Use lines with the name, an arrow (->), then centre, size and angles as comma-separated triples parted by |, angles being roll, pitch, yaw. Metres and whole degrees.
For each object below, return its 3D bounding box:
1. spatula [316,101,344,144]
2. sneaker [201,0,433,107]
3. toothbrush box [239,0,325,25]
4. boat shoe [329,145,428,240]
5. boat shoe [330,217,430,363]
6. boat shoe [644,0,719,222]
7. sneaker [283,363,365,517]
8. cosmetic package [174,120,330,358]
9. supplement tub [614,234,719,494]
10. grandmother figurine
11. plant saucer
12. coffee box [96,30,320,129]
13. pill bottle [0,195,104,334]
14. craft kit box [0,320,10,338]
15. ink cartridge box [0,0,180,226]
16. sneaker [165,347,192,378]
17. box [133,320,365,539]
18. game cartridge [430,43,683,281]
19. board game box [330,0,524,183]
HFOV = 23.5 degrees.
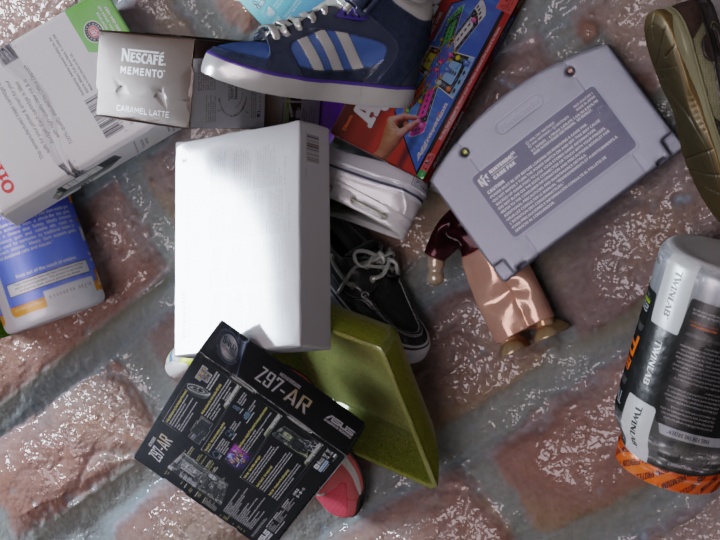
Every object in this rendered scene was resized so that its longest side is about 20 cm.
spatula -> 0.008, -0.193, 1.632 | 0.200, 0.020, 0.057 | -46, 57, 23
sneaker -> -0.033, -0.224, 1.502 | 0.198, 0.081, 0.148 | 6, 101, -16
toothbrush box -> -0.059, -0.311, 1.608 | 0.200, 0.085, 0.147 | 46, 116, 11
boat shoe -> -0.038, -0.078, 1.602 | 0.199, 0.074, 0.067 | 13, 75, 25
boat shoe -> 0.002, -0.001, 1.646 | 0.200, 0.073, 0.068 | 51, 133, 20
boat shoe -> 0.302, -0.133, 1.465 | 0.064, 0.073, 0.201 | -24, 106, -9
sneaker -> -0.066, 0.181, 1.674 | 0.073, 0.087, 0.201 | 14, 142, 45
cosmetic package -> -0.099, -0.024, 1.565 | 0.150, 0.052, 0.202 | -5, 81, 35
supplement tub -> 0.290, 0.081, 1.483 | 0.122, 0.122, 0.202 | 21, 108, 22
grandmother figurine -> 0.113, -0.022, 1.596 | 0.120, 0.061, 0.201 | -23, 86, 3
plant saucer -> -0.014, 0.097, 1.631 | 0.199, 0.048, 0.201 | 20, 146, 37
coffee box -> -0.136, -0.174, 1.601 | 0.114, 0.199, 0.080 | 9, 98, 31
pill bottle -> -0.348, -0.044, 1.798 | 0.111, 0.112, 0.202 | -18, 91, 29
craft kit box -> -0.436, -0.012, 1.800 | 0.048, 0.200, 0.199 | -11, 96, 27
ink cartridge box -> -0.299, -0.159, 1.712 | 0.199, 0.084, 0.146 | -31, 85, -6
sneaker -> -0.124, 0.028, 1.726 | 0.199, 0.076, 0.106 | -30, 74, 22
box -> -0.105, 0.155, 1.572 | 0.160, 0.044, 0.200 | 35, 138, 0
game cartridge -> 0.168, -0.102, 1.533 | 0.199, 0.041, 0.134 | -37, 88, 11
board game box -> 0.063, -0.190, 1.564 | 0.102, 0.019, 0.201 | 27, 88, 21
